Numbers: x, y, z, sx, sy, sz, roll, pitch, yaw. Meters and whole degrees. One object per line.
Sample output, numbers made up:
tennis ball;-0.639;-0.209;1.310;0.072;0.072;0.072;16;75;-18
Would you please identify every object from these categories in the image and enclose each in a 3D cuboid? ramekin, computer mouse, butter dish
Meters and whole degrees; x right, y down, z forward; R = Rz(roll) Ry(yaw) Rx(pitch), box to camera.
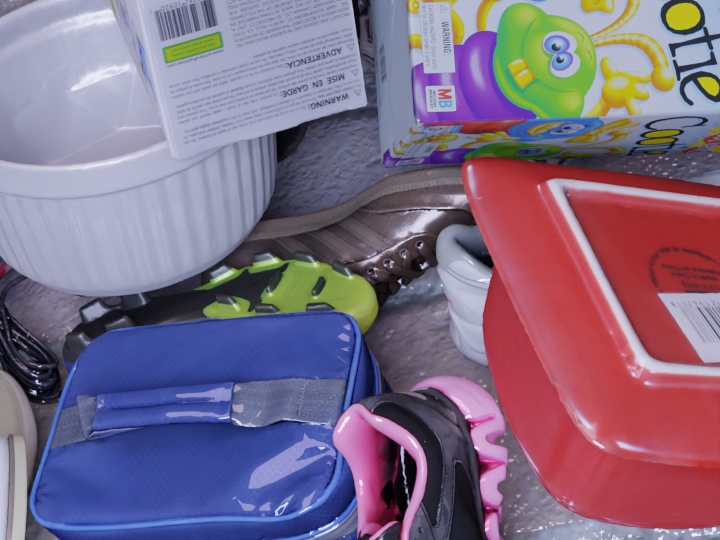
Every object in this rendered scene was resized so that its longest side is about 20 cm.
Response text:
ramekin;-0.140;-0.075;1.062;0.198;0.106;0.201;-6;38;4
computer mouse;-0.152;-0.006;1.129;0.199;0.046;0.141;-27;70;-24
butter dish;0.138;0.057;0.898;0.198;0.149;0.200;5;40;-26

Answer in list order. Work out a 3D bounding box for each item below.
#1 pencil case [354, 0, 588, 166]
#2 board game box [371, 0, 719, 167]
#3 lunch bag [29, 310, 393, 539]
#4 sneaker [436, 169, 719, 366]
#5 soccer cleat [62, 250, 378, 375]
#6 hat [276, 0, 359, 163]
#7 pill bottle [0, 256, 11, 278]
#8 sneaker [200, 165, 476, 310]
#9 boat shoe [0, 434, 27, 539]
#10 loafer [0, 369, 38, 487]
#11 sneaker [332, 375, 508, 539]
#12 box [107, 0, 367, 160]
pencil case;0.069;-0.132;1.140;0.089;0.078;0.200;-31;43;-20
board game box;0.113;-0.118;0.942;0.198;0.103;0.106;-3;82;-10
lunch bag;-0.075;0.101;0.957;0.198;0.133;0.137;-7;48;19
sneaker;0.133;-0.017;0.989;0.198;0.100;0.078;-22;44;6
soccer cleat;-0.075;0.044;1.045;0.198;0.084;0.065;-11;30;22
hat;-0.049;-0.157;1.167;0.200;0.080;0.203;-6;82;53
pill bottle;-0.250;-0.057;1.199;0.200;0.111;0.110;-45;47;-17
sneaker;0.000;0.000;1.073;0.198;0.070;0.076;-16;64;20
boat shoe;-0.210;0.181;0.932;0.068;0.075;0.202;8;78;-9
loafer;-0.231;0.133;1.030;0.075;0.068;0.201;-36;40;31
sneaker;0.034;0.146;0.853;0.079;0.095;0.202;-28;68;32
box;-0.081;-0.166;0.994;0.111;0.102;0.200;-17;38;-10
